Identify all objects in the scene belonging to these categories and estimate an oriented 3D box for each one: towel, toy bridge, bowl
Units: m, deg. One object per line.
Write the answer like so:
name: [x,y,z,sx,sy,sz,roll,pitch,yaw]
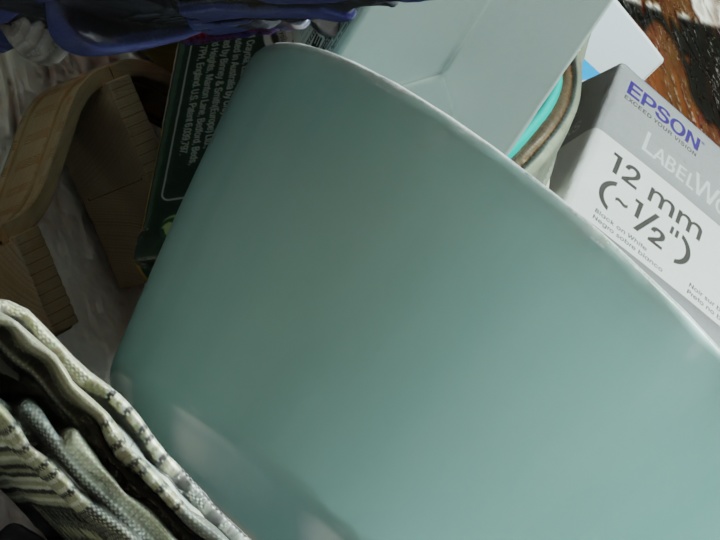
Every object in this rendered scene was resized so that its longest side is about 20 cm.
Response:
towel: [-0.037,0.077,0.704,0.193,0.035,0.200,48,-10,-5]
toy bridge: [-0.074,-0.029,0.898,0.067,0.027,0.200,68,24,-4]
bowl: [0.012,0.047,0.750,0.201,0.105,0.201,41,-13,11]

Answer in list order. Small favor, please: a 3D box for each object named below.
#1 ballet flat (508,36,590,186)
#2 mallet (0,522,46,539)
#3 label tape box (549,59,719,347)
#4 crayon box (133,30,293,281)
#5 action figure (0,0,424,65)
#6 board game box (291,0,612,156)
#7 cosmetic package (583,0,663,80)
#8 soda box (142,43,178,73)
ballet flat: [0.044,-0.051,0.920,0.200,0.067,0.064,-70,150,-50]
mallet: [-0.027,0.136,0.705,0.066,0.200,0.041,-57,171,-15]
label tape box: [0.112,0.008,0.973,0.143,0.066,0.200,40,42,-12]
crayon box: [0.000,0.000,0.949,0.200,0.052,0.126,57,33,-48]
action figure: [-0.055,-0.113,0.697,0.193,0.200,0.105,30,71,-42]
board game box: [0.035,-0.139,0.836,0.064,0.148,0.200,24,28,-21]
cosmetic package: [0.013,-0.151,1.065,0.200,0.052,0.151,44,6,-44]
soda box: [-0.040,-0.102,0.977,0.200,0.068,0.064,43,35,-46]
